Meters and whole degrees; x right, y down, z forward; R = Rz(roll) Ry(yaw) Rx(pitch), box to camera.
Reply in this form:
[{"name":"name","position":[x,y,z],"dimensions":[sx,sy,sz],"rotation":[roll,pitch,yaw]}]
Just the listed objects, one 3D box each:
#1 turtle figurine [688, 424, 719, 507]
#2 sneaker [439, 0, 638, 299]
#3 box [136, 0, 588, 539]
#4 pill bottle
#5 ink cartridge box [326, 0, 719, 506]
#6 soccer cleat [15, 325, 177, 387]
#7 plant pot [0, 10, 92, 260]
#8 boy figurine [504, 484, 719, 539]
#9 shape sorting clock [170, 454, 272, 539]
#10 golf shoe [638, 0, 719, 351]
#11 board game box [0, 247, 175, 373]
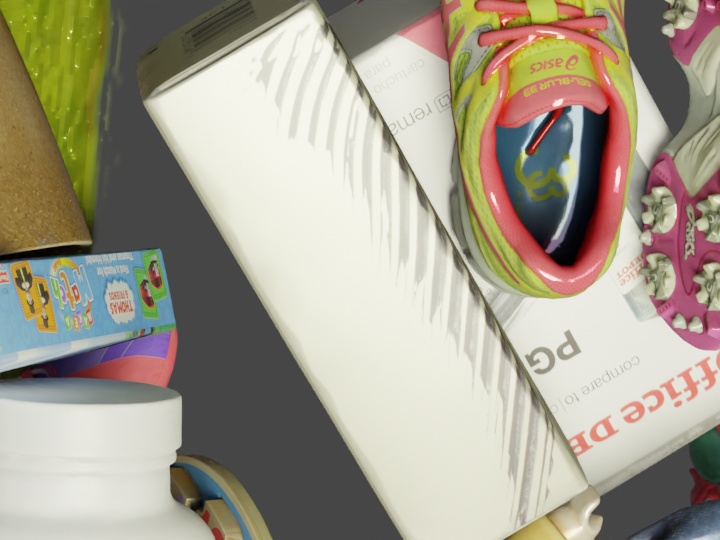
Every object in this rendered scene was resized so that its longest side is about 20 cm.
[{"name":"turtle figurine","position":[0.204,0.066,1.020],"dimensions":[0.199,0.101,0.151],"rotation":[-11,121,-21]},{"name":"sneaker","position":[0.063,-0.083,0.879],"dimensions":[0.078,0.090,0.202],"rotation":[-11,103,-3]},{"name":"box","position":[0.000,0.000,0.897],"dimensions":[0.068,0.082,0.201],"rotation":[-30,108,3]},{"name":"pill bottle","position":[-0.101,0.141,0.881],"dimensions":[0.103,0.104,0.202],"rotation":[2,94,-9]},{"name":"ink cartridge box","position":[0.056,-0.014,0.985],"dimensions":[0.145,0.085,0.201],"rotation":[-31,108,1]},{"name":"soccer cleat","position":[-0.148,0.086,0.989],"dimensions":[0.076,0.067,0.200],"rotation":[36,102,-26]},{"name":"plant pot","position":[-0.206,-0.085,0.892],"dimensions":[0.185,0.186,0.202],"rotation":[-13,91,-4]},{"name":"boy figurine","position":[0.078,0.139,0.926],"dimensions":[0.199,0.065,0.125],"rotation":[-24,116,3]},{"name":"shape sorting clock","position":[-0.067,0.169,0.957],"dimensions":[0.039,0.200,0.202],"rotation":[5,105,-29]},{"name":"golf shoe","position":[0.157,-0.071,0.922],"dimensions":[0.091,0.075,0.202],"rotation":[0,107,-27]},{"name":"board game box","position":[-0.164,0.026,0.884],"dimensions":[0.150,0.200,0.037],"rotation":[-13,88,13]}]
